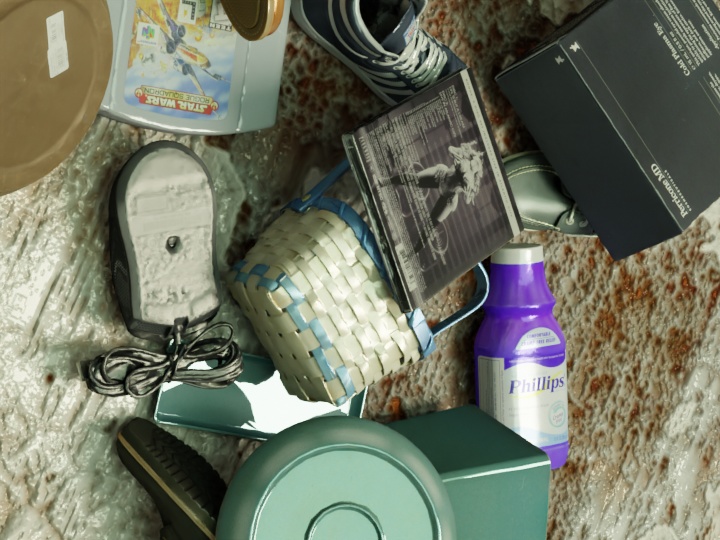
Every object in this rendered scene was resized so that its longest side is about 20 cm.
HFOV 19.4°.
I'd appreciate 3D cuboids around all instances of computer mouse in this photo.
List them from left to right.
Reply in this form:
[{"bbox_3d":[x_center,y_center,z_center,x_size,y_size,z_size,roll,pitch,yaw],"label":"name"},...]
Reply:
[{"bbox_3d":[-0.163,-0.004,1.671,0.137,0.053,0.202,-4,98,-29],"label":"computer mouse"}]

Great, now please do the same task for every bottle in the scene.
[{"bbox_3d":[0.142,0.078,1.869,0.083,0.065,0.202,-5,97,-31],"label":"bottle"}]

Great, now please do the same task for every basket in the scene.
[{"bbox_3d":[0.000,0.000,1.724,0.199,0.139,0.177,-35,110,-18],"label":"basket"}]

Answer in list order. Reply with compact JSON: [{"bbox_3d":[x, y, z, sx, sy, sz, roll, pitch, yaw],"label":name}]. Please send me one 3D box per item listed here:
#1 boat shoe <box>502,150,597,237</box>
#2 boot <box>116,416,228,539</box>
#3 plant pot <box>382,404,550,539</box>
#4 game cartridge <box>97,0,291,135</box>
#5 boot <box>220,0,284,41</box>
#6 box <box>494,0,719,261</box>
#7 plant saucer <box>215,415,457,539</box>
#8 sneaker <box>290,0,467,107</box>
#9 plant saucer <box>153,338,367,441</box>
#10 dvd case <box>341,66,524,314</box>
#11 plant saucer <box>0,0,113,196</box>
[{"bbox_3d":[0.199,-0.066,1.896,0.199,0.062,0.074,7,93,-33],"label":"boat shoe"},{"bbox_3d":[-0.154,0.231,1.690,0.138,0.077,0.200,-44,86,17],"label":"boot"},{"bbox_3d":[0.036,0.210,1.762,0.198,0.141,0.143,-5,107,-26],"label":"plant pot"},{"bbox_3d":[-0.148,-0.177,1.676,0.199,0.041,0.135,7,86,-33],"label":"game cartridge"},{"bbox_3d":[-0.042,-0.276,1.695,0.154,0.073,0.202,4,77,-39],"label":"boot"},{"bbox_3d":[0.252,-0.147,1.858,0.182,0.104,0.201,-37,96,-34],"label":"box"},{"bbox_3d":[-0.015,0.215,1.652,0.198,0.027,0.202,1,85,-16],"label":"plant saucer"},{"bbox_3d":[0.041,-0.184,1.755,0.199,0.108,0.071,31,78,-31],"label":"sneaker"},{"bbox_3d":[-0.083,0.107,1.754,0.199,0.019,0.071,13,87,-34],"label":"plant saucer"},{"bbox_3d":[0.062,-0.069,1.712,0.200,0.016,0.150,-34,108,-52],"label":"dvd case"},{"bbox_3d":[-0.249,-0.140,1.529,0.200,0.029,0.201,-35,140,-37],"label":"plant saucer"}]
